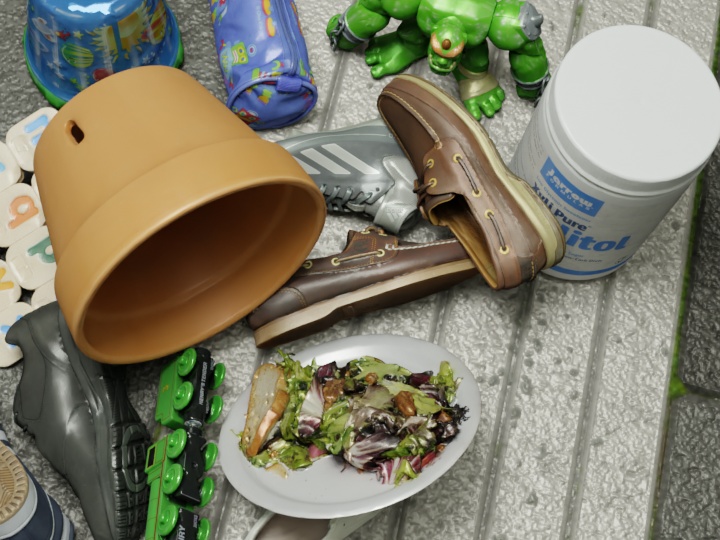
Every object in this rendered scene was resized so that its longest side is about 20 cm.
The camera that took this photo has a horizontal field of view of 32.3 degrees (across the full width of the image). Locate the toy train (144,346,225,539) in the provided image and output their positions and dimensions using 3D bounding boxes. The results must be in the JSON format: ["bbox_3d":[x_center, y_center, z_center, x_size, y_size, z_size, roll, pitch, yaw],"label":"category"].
[{"bbox_3d":[-0.133,0.146,0.906,0.042,0.056,0.202,30,44,-31],"label":"toy train"}]

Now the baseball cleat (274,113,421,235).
[{"bbox_3d":[-0.015,-0.070,1.017,0.198,0.070,0.107,-20,72,-12],"label":"baseball cleat"}]

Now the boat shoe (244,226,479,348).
[{"bbox_3d":[0.000,0.000,0.991,0.198,0.070,0.071,-16,75,-11],"label":"boat shoe"}]

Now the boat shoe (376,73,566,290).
[{"bbox_3d":[0.073,-0.070,0.968,0.067,0.072,0.201,-33,73,-19],"label":"boat shoe"}]

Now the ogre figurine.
[{"bbox_3d":[0.072,-0.201,1.049,0.199,0.120,0.098,34,70,8],"label":"ogre figurine"}]

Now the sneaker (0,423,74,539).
[{"bbox_3d":[-0.276,0.148,0.917,0.070,0.109,0.200,-32,45,-13],"label":"sneaker"}]

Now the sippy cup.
[{"bbox_3d":[-0.216,-0.213,1.020,0.177,0.131,0.140,30,70,6],"label":"sippy cup"}]

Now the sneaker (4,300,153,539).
[{"bbox_3d":[-0.211,0.117,0.933,0.090,0.076,0.202,-18,75,10],"label":"sneaker"}]

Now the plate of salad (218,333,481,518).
[{"bbox_3d":[-0.011,0.102,0.913,0.198,0.048,0.201,-10,32,6],"label":"plate of salad"}]

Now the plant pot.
[{"bbox_3d":[-0.142,-0.049,0.889,0.199,0.201,0.141,-28,68,-15],"label":"plant pot"}]

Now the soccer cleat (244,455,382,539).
[{"bbox_3d":[-0.012,0.160,0.925,0.069,0.078,0.200,42,71,11],"label":"soccer cleat"}]

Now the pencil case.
[{"bbox_3d":[-0.089,-0.224,1.061,0.077,0.087,0.202,-1,68,-29],"label":"pencil case"}]

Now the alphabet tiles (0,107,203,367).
[{"bbox_3d":[-0.232,-0.022,0.981,0.195,0.015,0.201,-33,85,-1],"label":"alphabet tiles"}]

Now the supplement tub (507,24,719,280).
[{"bbox_3d":[0.188,-0.085,0.972,0.130,0.200,0.133,2,69,-4],"label":"supplement tub"}]
